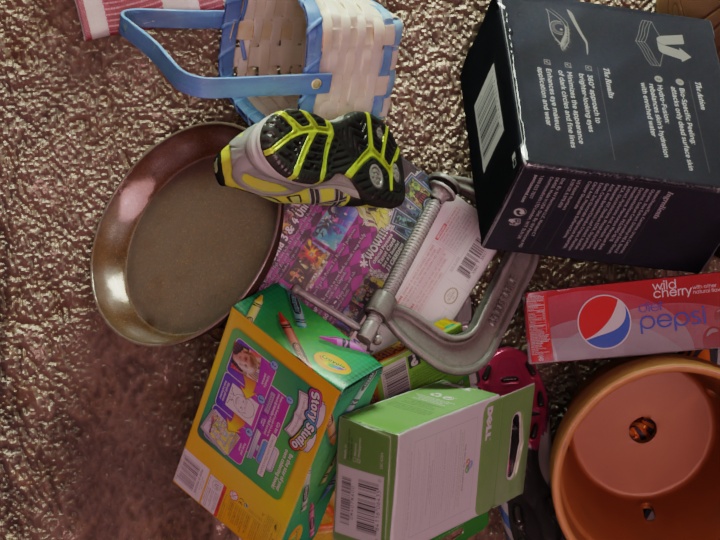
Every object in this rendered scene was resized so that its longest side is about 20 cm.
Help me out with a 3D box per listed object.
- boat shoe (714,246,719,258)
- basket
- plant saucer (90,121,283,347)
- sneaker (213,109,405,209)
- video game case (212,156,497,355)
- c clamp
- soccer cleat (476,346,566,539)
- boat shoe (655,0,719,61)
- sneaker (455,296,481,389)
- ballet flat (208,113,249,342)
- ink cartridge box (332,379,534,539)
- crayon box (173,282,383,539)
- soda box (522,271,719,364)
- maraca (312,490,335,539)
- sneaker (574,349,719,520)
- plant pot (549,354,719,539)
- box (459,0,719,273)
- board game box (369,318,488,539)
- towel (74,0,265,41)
[{"bbox_3d":[0.339,-0.043,1.761,0.200,0.073,0.065,34,80,-18],"label":"boat shoe"},{"bbox_3d":[-0.078,-0.177,1.590,0.200,0.176,0.139,1,116,-27],"label":"basket"},{"bbox_3d":[-0.138,-0.026,1.621,0.200,0.200,0.034,-54,138,1],"label":"plant saucer"},{"bbox_3d":[-0.036,-0.086,1.548,0.200,0.076,0.075,13,67,-53],"label":"sneaker"},{"bbox_3d":[0.000,0.000,1.650,0.181,0.036,0.200,34,79,-11],"label":"video game case"},{"bbox_3d":[0.061,-0.005,1.614,0.171,0.027,0.200,40,61,-10],"label":"c clamp"},{"bbox_3d":[0.140,0.171,1.758,0.070,0.086,0.200,-10,77,-3],"label":"soccer cleat"},{"bbox_3d":[0.337,-0.189,1.743,0.073,0.063,0.200,-38,103,24],"label":"boat shoe"},{"bbox_3d":[0.054,0.081,1.721,0.090,0.078,0.200,-6,89,-10],"label":"sneaker"},{"bbox_3d":[-0.100,-0.034,1.673,0.070,0.065,0.200,4,97,-6],"label":"ballet flat"},{"bbox_3d":[0.061,0.151,1.585,0.200,0.059,0.104,-15,114,-52],"label":"ink cartridge box"},{"bbox_3d":[-0.069,0.126,1.587,0.119,0.058,0.200,37,127,21],"label":"crayon box"},{"bbox_3d":[0.240,0.038,1.633,0.200,0.070,0.063,-6,88,19],"label":"soda box"},{"bbox_3d":[-0.025,0.160,1.696,0.137,0.107,0.200,21,95,4],"label":"maraca"},{"bbox_3d":[0.246,0.141,1.763,0.112,0.078,0.200,21,94,-15],"label":"sneaker"},{"bbox_3d":[0.251,0.154,1.664,0.200,0.140,0.200,-1,105,-3],"label":"plant pot"},{"bbox_3d":[0.199,-0.115,1.638,0.200,0.197,0.117,6,142,-14],"label":"box"},{"bbox_3d":[0.056,0.148,1.648,0.096,0.030,0.200,-25,116,-32],"label":"board game box"},{"bbox_3d":[-0.151,-0.283,1.647,0.200,0.023,0.144,-14,103,-7],"label":"towel"}]
